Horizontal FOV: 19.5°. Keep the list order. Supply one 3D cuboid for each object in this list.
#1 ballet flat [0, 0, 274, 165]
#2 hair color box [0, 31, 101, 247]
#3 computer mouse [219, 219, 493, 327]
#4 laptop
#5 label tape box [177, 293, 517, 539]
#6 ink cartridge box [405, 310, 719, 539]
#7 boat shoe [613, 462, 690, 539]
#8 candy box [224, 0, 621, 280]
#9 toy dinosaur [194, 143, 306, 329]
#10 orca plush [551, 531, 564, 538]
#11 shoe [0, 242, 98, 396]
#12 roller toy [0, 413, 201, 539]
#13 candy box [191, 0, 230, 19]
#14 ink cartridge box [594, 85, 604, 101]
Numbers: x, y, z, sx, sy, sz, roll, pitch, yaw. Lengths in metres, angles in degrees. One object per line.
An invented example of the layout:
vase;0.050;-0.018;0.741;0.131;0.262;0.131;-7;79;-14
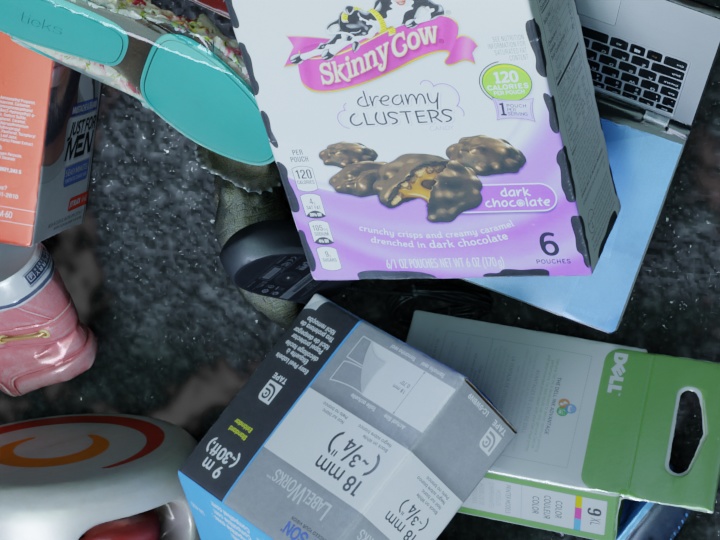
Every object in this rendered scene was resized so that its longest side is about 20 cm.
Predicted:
ballet flat;-0.120;-0.133;1.200;0.199;0.064;0.076;29;132;-7
hair color box;-0.201;-0.123;1.291;0.064;0.111;0.201;9;101;9
computer mouse;0.000;0.000;1.253;0.059;0.199;0.034;-36;54;37
laptop;0.084;-0.080;1.157;0.187;0.200;0.116;20;69;7
label tape box;-0.029;0.128;1.180;0.200;0.144;0.063;-52;131;-9
ink cartridge box;0.116;0.096;1.249;0.199;0.104;0.059;9;145;12
boat shoe;0.163;0.205;1.295;0.068;0.084;0.200;30;120;4
candy box;0.034;-0.096;1.112;0.167;0.072;0.201;-1;125;24
toy dinosaur;-0.060;-0.018;1.284;0.077;0.102;0.201;-7;96;13
orca plush;0.030;0.140;1.306;0.199;0.071;0.106;13;101;9
shoe;-0.263;0.037;1.349;0.199;0.072;0.091;-8;126;31
roller toy;-0.182;0.176;1.293;0.181;0.200;0.140;-2;101;8
candy box;-0.119;-0.224;1.216;0.055;0.115;0.200;-52;58;13
ink cartridge box;0.064;-0.160;1.247;0.200;0.085;0.146;35;103;6
